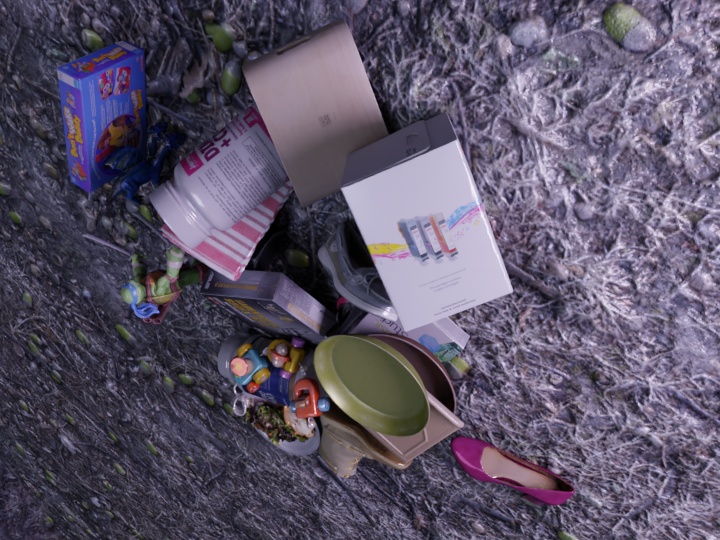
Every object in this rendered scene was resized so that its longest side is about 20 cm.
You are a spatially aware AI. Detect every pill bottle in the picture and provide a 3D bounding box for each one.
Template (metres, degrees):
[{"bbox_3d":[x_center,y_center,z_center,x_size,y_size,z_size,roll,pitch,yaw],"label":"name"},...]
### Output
[{"bbox_3d":[-0.186,-0.129,0.899,0.114,0.199,0.113,51,177,3],"label":"pill bottle"},{"bbox_3d":[-0.226,-0.080,1.036,0.198,0.112,0.113,32,134,9],"label":"pill bottle"},{"bbox_3d":[-0.162,0.181,1.186,0.197,0.111,0.112,11,128,27],"label":"pill bottle"}]

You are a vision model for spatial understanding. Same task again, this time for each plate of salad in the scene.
[{"bbox_3d":[-0.173,0.316,1.339,0.198,0.048,0.202,18,131,22],"label":"plate of salad"}]

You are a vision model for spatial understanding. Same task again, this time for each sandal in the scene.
[{"bbox_3d":[-0.002,0.034,1.000,0.045,0.075,0.200,38,127,-2],"label":"sandal"}]

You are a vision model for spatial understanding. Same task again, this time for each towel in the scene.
[{"bbox_3d":[-0.192,-0.104,0.968,0.145,0.202,0.030,30,173,11],"label":"towel"}]

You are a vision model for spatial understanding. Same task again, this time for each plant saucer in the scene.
[{"bbox_3d":[0.020,0.166,0.960,0.198,0.031,0.202,21,136,22],"label":"plant saucer"},{"bbox_3d":[0.066,0.175,1.035,0.198,0.035,0.203,17,131,21],"label":"plant saucer"}]

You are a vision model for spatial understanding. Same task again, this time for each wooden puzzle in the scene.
[{"bbox_3d":[0.050,0.214,1.031,0.185,0.037,0.200,41,140,0],"label":"wooden puzzle"}]

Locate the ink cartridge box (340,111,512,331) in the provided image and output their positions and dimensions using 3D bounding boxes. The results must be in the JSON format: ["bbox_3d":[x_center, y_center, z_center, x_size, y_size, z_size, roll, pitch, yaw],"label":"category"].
[{"bbox_3d":[0.079,-0.063,0.787,0.143,0.146,0.202,-20,112,11],"label":"ink cartridge box"}]

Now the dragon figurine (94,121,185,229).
[{"bbox_3d":[-0.371,-0.161,1.045,0.059,0.199,0.100,45,161,20],"label":"dragon figurine"}]

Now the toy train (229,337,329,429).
[{"bbox_3d":[-0.150,0.191,1.086,0.197,0.055,0.153,-5,83,26],"label":"toy train"}]

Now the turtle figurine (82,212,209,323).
[{"bbox_3d":[-0.331,-0.023,1.107,0.144,0.193,0.202,-41,72,31],"label":"turtle figurine"}]

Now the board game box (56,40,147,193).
[{"bbox_3d":[-0.402,-0.242,1.018,0.044,0.135,0.202,27,133,13],"label":"board game box"}]

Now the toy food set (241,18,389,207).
[{"bbox_3d":[-0.049,-0.199,0.837,0.142,0.061,0.202,-23,111,1],"label":"toy food set"}]

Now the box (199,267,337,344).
[{"bbox_3d":[-0.142,0.063,1.063,0.156,0.049,0.200,4,156,32],"label":"box"}]

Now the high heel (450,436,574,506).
[{"bbox_3d":[0.245,0.315,1.041,0.198,0.068,0.096,28,145,-6],"label":"high heel"}]

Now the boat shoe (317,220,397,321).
[{"bbox_3d":[0.001,0.000,0.911,0.074,0.202,0.065,20,109,-33],"label":"boat shoe"}]

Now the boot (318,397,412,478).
[{"bbox_3d":[0.004,0.343,1.221,0.198,0.073,0.157,24,132,19],"label":"boot"}]

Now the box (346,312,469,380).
[{"bbox_3d":[0.063,0.115,1.038,0.144,0.036,0.200,41,136,1],"label":"box"}]
